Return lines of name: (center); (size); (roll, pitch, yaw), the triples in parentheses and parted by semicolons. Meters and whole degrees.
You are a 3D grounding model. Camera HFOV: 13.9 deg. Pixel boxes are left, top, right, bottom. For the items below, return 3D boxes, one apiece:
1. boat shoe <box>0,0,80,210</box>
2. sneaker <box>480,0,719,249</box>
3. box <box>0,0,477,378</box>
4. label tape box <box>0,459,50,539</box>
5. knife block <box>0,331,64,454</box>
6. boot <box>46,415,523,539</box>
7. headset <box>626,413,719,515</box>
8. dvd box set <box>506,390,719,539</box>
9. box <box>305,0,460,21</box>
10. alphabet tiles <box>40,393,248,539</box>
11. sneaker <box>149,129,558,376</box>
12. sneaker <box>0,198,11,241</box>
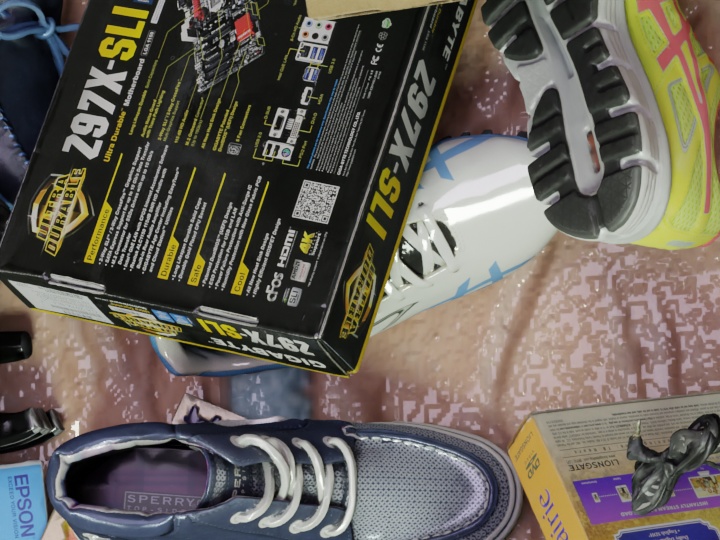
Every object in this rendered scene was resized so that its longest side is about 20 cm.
boat shoe: (-0.167, -0.122, 1.326); (0.068, 0.084, 0.201); (-27, 80, 20)
sneaker: (0.110, -0.092, 1.250); (0.078, 0.090, 0.201); (-29, 55, 40)
box: (-0.049, -0.068, 1.249); (0.159, 0.049, 0.201); (10, 73, 26)
label tape box: (-0.229, 0.169, 1.328); (0.198, 0.066, 0.144); (-8, 83, -1)
knife block: (-0.240, 0.066, 1.354); (0.174, 0.200, 0.065); (-1, 82, -28)
boot: (-0.031, 0.096, 1.247); (0.198, 0.090, 0.073); (-4, 79, 3)
headset: (0.189, 0.037, 1.170); (0.124, 0.199, 0.094); (54, 140, 13)
dvd box set: (0.158, 0.137, 1.157); (0.201, 0.145, 0.029); (66, 146, 30)
box: (0.075, -0.169, 1.217); (0.198, 0.021, 0.164); (-8, 39, 6)
alphabet tiles: (-0.071, 0.163, 1.286); (0.165, 0.006, 0.201); (22, 82, 7)
sneaker: (0.000, 0.000, 1.265); (0.199, 0.073, 0.072); (-21, 112, 19)
sneaker: (-0.195, -0.019, 1.292); (0.090, 0.200, 0.067); (-9, 116, -2)
